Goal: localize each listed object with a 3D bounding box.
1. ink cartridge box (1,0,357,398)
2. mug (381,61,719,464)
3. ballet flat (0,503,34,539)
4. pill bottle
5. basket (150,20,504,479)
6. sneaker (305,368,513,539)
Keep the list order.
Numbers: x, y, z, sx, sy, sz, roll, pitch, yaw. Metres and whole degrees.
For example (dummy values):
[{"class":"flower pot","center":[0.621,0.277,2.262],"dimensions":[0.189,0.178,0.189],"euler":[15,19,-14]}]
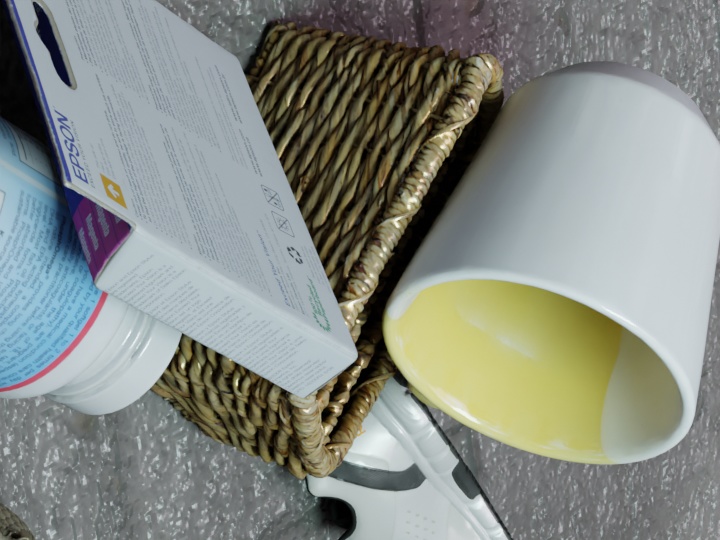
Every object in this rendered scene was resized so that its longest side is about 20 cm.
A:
[{"class":"ink cartridge box","center":[-0.099,-0.058,1.259],"dimensions":[0.043,0.197,0.200],"euler":[-38,139,19]},{"class":"mug","center":[0.088,-0.013,1.360],"dimensions":[0.150,0.186,0.154],"euler":[53,48,-42]},{"class":"ballet flat","center":[-0.208,0.110,1.276],"dimensions":[0.200,0.046,0.068],"euler":[34,75,-46]},{"class":"pill bottle","center":[-0.167,-0.010,1.242],"dimensions":[0.200,0.108,0.109],"euler":[34,75,-46]},{"class":"basket","center":[0.000,0.000,1.398],"dimensions":[0.143,0.148,0.201],"euler":[46,66,-43]},{"class":"sneaker","center":[0.024,0.123,1.530],"dimensions":[0.080,0.074,0.200],"euler":[-36,136,0]}]
